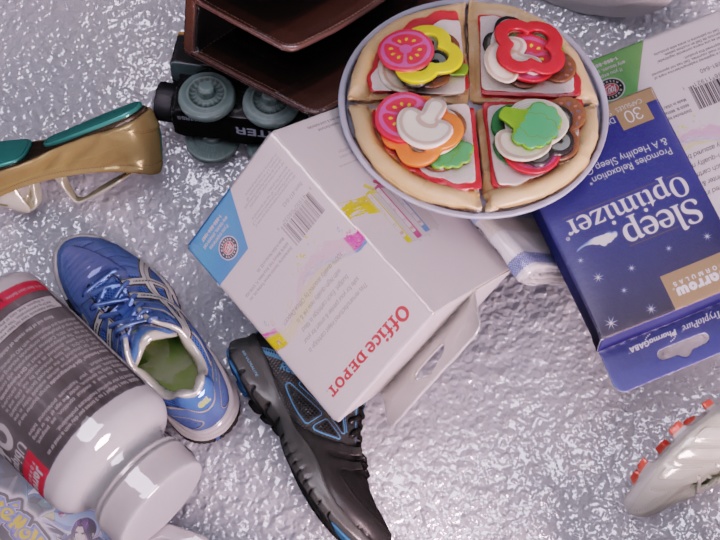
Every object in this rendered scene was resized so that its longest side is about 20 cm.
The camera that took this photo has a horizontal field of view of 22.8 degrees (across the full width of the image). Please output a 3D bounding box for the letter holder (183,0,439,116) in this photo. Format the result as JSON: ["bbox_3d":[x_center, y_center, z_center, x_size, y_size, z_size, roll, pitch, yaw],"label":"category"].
[{"bbox_3d":[-0.019,-0.222,1.375,0.141,0.101,0.200,30,46,22],"label":"letter holder"}]

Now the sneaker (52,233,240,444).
[{"bbox_3d":[-0.164,0.040,1.354,0.076,0.077,0.200,-43,71,-10],"label":"sneaker"}]

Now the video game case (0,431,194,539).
[{"bbox_3d":[-0.256,0.155,1.345,0.199,0.026,0.181,34,75,15],"label":"video game case"}]

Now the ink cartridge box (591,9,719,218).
[{"bbox_3d":[0.252,-0.076,1.365,0.143,0.084,0.202,-21,70,-4],"label":"ink cartridge box"}]

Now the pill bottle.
[{"bbox_3d":[-0.210,0.103,1.288,0.200,0.111,0.111,41,77,17],"label":"pill bottle"}]

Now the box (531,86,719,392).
[{"bbox_3d":[0.198,-0.025,1.285,0.120,0.032,0.202,-21,70,-7],"label":"box"}]

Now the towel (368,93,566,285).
[{"bbox_3d":[0.086,-0.063,1.348,0.024,0.147,0.200,-47,72,17],"label":"towel"}]

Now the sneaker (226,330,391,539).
[{"bbox_3d":[-0.023,0.119,1.318,0.081,0.073,0.201,-28,72,-9],"label":"sneaker"}]

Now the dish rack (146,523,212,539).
[{"bbox_3d":[-0.098,0.291,1.277,0.198,0.044,0.173,18,71,10],"label":"dish rack"}]

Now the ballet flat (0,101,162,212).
[{"bbox_3d":[-0.249,-0.077,1.407,0.198,0.069,0.064,-14,110,13],"label":"ballet flat"}]

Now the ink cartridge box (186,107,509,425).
[{"bbox_3d":[0.000,0.000,1.301,0.200,0.129,0.125,49,35,10],"label":"ink cartridge box"}]

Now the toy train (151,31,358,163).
[{"bbox_3d":[-0.064,-0.144,1.416,0.197,0.086,0.115,7,61,6],"label":"toy train"}]

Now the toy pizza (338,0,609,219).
[{"bbox_3d":[0.083,-0.125,1.290,0.197,0.032,0.202,1,57,-2],"label":"toy pizza"}]

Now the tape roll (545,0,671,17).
[{"bbox_3d":[0.168,-0.282,1.385,0.201,0.203,0.071,22,72,11],"label":"tape roll"}]

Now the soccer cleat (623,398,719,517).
[{"bbox_3d":[0.280,0.124,1.302,0.199,0.069,0.078,-36,75,-12],"label":"soccer cleat"}]
